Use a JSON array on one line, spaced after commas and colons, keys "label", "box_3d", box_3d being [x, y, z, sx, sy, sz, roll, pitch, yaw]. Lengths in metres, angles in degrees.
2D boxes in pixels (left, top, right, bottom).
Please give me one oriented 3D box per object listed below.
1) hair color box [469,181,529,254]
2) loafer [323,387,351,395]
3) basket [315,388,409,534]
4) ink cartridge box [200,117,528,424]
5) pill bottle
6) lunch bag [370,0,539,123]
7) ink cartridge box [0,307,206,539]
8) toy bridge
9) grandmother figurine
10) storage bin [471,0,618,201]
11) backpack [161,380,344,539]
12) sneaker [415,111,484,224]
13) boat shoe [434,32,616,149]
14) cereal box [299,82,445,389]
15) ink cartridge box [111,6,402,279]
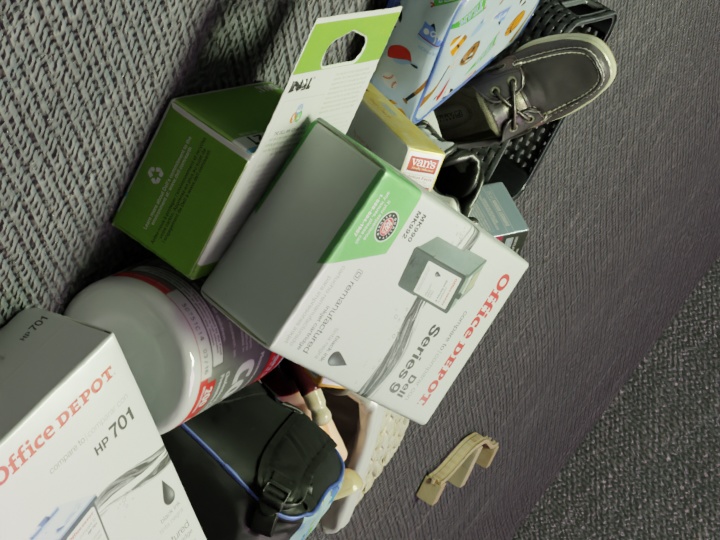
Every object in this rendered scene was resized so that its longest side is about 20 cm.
[{"label": "hair color box", "box_3d": [0.033, -0.005, 1.885, 0.199, 0.061, 0.099, -11, 143, -22]}, {"label": "loafer", "box_3d": [0.000, 0.000, 1.766, 0.076, 0.068, 0.201, -18, -113, 54]}, {"label": "basket", "box_3d": [-0.028, 0.109, 1.973, 0.123, 0.135, 0.201, -47, 162, -40]}, {"label": "ink cartridge box", "box_3d": [0.008, 0.005, 1.558, 0.146, 0.084, 0.200, -57, 141, 3]}, {"label": "pill bottle", "box_3d": [-0.116, 0.037, 1.600, 0.200, 0.114, 0.114, -28, 148, -58]}, {"label": "lunch bag", "box_3d": [0.076, -0.206, 1.760, 0.200, 0.075, 0.161, -39, 160, -46]}, {"label": "ink cartridge box", "box_3d": [-0.202, 0.149, 1.474, 0.146, 0.086, 0.201, -46, 134, -31]}, {"label": "toy bridge", "box_3d": [0.133, 0.246, 2.902, 0.200, 0.027, 0.067, -23, 142, -62]}, {"label": "grandmother figurine", "box_3d": [-0.059, 0.090, 1.844, 0.060, 0.121, 0.201, -36, 122, -32]}, {"label": "storage bin", "box_3d": [0.125, -0.159, 1.960, 0.201, 0.094, 0.135, -62, 163, 22]}, {"label": "backpack", "box_3d": [-0.118, 0.158, 1.724, 0.147, 0.183, 0.200, -52, 173, 17]}, {"label": "sneaker", "box_3d": [0.061, -0.075, 1.757, 0.087, 0.076, 0.201, -32, -147, 25]}, {"label": "boat shoe", "box_3d": [0.116, -0.137, 1.847, 0.199, 0.072, 0.065, -14, -157, 30]}, {"label": "cereal box", "box_3d": [-0.014, -0.031, 1.693, 0.039, 0.144, 0.201, 8, 112, -31]}, {"label": "ink cartridge box", "box_3d": [-0.067, -0.105, 1.535, 0.201, 0.076, 0.148, -63, 162, 20]}]
